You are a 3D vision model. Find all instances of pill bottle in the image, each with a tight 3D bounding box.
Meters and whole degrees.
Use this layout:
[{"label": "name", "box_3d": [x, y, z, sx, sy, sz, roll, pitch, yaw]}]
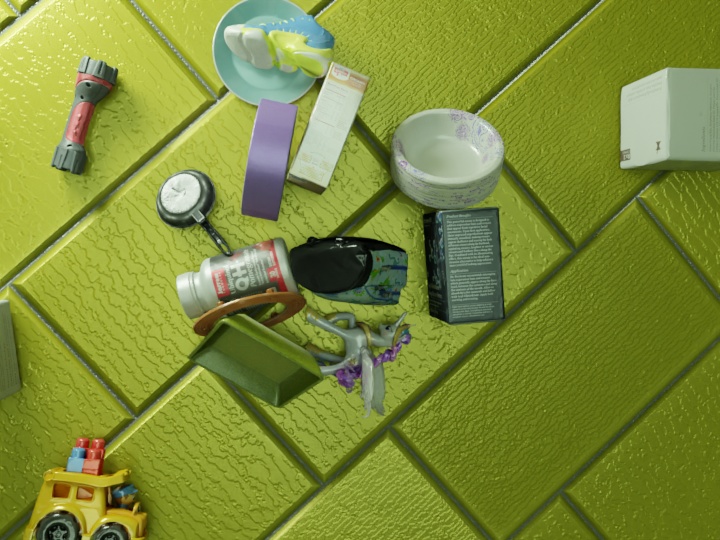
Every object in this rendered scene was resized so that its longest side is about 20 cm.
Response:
[{"label": "pill bottle", "box_3d": [-0.217, 0.020, 1.254, 0.199, 0.111, 0.111, -17, 94, -2]}]

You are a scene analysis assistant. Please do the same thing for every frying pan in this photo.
[{"label": "frying pan", "box_3d": [-0.305, -0.097, 1.249, 0.114, 0.031, 0.191, -19, 69, 5]}]

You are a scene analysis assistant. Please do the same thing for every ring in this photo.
[{"label": "ring", "box_3d": [-0.192, 0.073, 1.224, 0.200, 0.201, 0.019, -16, 72, -6]}]

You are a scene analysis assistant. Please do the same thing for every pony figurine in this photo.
[{"label": "pony figurine", "box_3d": [-0.007, 0.162, 1.280, 0.199, 0.167, 0.194, 6, 83, 8]}]

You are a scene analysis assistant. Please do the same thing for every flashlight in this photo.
[{"label": "flashlight", "box_3d": [-0.484, -0.268, 1.237, 0.068, 0.068, 0.201, 16, 89, -2]}]

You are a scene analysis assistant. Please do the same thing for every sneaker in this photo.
[{"label": "sneaker", "box_3d": [-0.136, -0.410, 1.258, 0.199, 0.076, 0.105, 20, 60, 3]}]

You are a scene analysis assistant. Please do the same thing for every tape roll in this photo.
[{"label": "tape roll", "box_3d": [-0.156, -0.188, 1.211, 0.065, 0.200, 0.201, 9, 91, -7]}]

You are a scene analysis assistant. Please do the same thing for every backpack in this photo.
[{"label": "backpack", "box_3d": [0.000, 0.000, 1.248, 0.163, 0.200, 0.155, -2, 101, 33]}]

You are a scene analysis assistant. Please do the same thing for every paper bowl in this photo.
[{"label": "paper bowl", "box_3d": [0.152, -0.189, 1.269, 0.200, 0.105, 0.201, 1, 51, -1]}]

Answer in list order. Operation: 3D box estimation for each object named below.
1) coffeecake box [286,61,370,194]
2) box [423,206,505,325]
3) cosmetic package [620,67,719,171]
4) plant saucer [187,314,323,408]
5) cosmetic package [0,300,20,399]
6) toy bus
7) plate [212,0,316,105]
[{"label": "coffeecake box", "box_3d": [-0.060, -0.244, 1.244, 0.073, 0.154, 0.201, 22, 89, -7]}, {"label": "box", "box_3d": [0.185, -0.011, 1.284, 0.107, 0.148, 0.201, -4, 92, -7]}, {"label": "cosmetic package", "box_3d": [0.617, -0.276, 1.318, 0.199, 0.165, 0.166, 0, 92, -8]}, {"label": "plant saucer", "box_3d": [-0.180, 0.153, 1.238, 0.199, 0.200, 0.048, 32, 53, -14]}, {"label": "cosmetic package", "box_3d": [-0.681, 0.144, 1.153, 0.164, 0.200, 0.166, -7, 93, -6]}, {"label": "toy bus", "box_3d": [-0.463, 0.397, 1.242, 0.199, 0.136, 0.193, 11, 75, -9]}, {"label": "plate", "box_3d": [-0.169, -0.398, 1.291, 0.199, 0.026, 0.201, 0, 91, -7]}]
